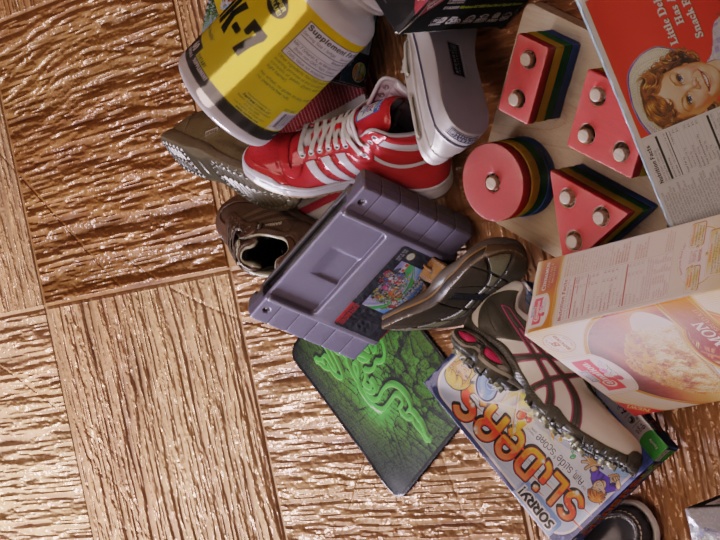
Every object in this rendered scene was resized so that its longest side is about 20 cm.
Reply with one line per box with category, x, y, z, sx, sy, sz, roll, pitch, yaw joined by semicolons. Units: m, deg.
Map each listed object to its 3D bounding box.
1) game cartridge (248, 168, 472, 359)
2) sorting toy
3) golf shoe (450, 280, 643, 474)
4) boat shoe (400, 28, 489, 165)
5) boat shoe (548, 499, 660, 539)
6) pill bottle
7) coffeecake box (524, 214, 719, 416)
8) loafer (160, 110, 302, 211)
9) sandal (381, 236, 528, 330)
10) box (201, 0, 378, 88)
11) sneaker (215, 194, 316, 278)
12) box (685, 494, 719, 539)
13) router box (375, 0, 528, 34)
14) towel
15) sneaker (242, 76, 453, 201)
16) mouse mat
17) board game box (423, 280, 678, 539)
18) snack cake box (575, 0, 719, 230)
game cartridge;0.000;0.000;1.712;0.200;0.129;0.039;-48;27;35
sorting toy;0.180;-0.099;1.558;0.199;0.069;0.200;32;120;34
golf shoe;0.170;0.091;1.556;0.200;0.077;0.088;39;86;19
boat shoe;0.067;-0.183;1.612;0.066;0.072;0.201;-41;49;42
boat shoe;0.186;0.270;1.640;0.200;0.060;0.074;-40;68;40
pill bottle;-0.059;-0.217;1.639;0.200;0.114;0.115;-43;69;19
coffeecake box;0.257;0.039;1.454;0.199;0.153;0.074;-16;50;44
loafer;-0.122;-0.119;1.824;0.199;0.076;0.068;26;72;40
sandal;0.084;0.007;1.658;0.200;0.081;0.055;133;134;-56
box;-0.067;-0.255;1.755;0.199;0.038;0.138;14;94;41
sneaker;-0.101;-0.034;1.816;0.199;0.075;0.071;18;114;51
box;0.372;0.221;1.405;0.199;0.132;0.116;-11;90;44
router box;0.046;-0.301;1.583;0.062;0.149;0.201;-44;70;36
towel;-0.025;-0.121;1.781;0.144;0.023;0.202;-23;81;46
sneaker;-0.016;-0.122;1.665;0.198;0.072;0.113;3;145;10
mouse mat;0.019;0.104;1.799;0.200;0.007;0.161;52;129;23
board game box;0.165;0.127;1.614;0.135;0.034;0.200;-47;66;14
snack cake box;0.256;-0.144;1.417;0.114;0.067;0.201;-21;99;15
